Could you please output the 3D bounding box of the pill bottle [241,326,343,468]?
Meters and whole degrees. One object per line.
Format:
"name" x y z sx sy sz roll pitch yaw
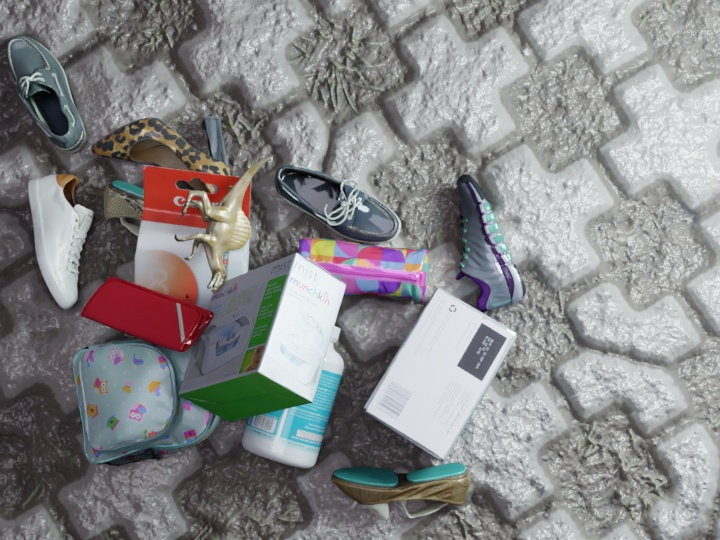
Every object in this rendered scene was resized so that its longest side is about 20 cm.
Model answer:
"pill bottle" -0.089 0.169 1.586 0.110 0.111 0.202 17 84 4

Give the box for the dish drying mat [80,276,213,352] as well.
"dish drying mat" -0.300 0.059 1.564 0.199 0.018 0.077 17 59 32

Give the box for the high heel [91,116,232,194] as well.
"high heel" -0.288 -0.149 1.635 0.198 0.072 0.144 -9 65 -7

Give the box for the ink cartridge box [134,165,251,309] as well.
"ink cartridge box" -0.238 -0.040 1.599 0.160 0.050 0.202 7 119 3

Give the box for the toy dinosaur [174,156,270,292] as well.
"toy dinosaur" -0.197 -0.075 1.560 0.100 0.058 0.202 19 90 -12

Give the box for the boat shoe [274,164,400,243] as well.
"boat shoe" -0.033 -0.100 1.640 0.199 0.062 0.075 30 83 5

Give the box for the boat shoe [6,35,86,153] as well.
"boat shoe" -0.473 -0.270 1.674 0.072 0.062 0.201 -29 83 -1

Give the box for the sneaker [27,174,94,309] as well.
"sneaker" -0.427 -0.047 1.641 0.084 0.073 0.202 -13 82 3

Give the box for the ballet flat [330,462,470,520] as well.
"ballet flat" 0.058 0.316 1.595 0.198 0.068 0.073 -3 102 -2

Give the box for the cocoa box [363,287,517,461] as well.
"cocoa box" 0.110 0.146 1.571 0.133 0.131 0.201 31 85 6

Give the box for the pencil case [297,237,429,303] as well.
"pencil case" 0.000 0.000 1.617 0.198 0.088 0.089 4 83 2

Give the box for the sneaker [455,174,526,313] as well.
"sneaker" 0.164 -0.036 1.622 0.087 0.074 0.202 -24 84 4

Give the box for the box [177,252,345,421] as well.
"box" -0.130 0.093 1.496 0.096 0.199 0.178 32 59 -29

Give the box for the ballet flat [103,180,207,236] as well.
"ballet flat" -0.282 -0.075 1.649 0.198 0.068 0.076 13 104 3

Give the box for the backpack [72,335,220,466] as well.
"backpack" -0.295 0.175 1.575 0.198 0.153 0.178 -9 78 -6
